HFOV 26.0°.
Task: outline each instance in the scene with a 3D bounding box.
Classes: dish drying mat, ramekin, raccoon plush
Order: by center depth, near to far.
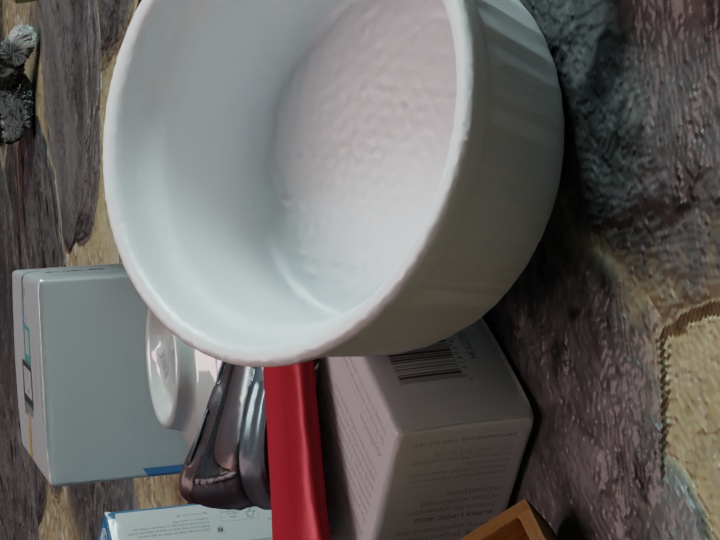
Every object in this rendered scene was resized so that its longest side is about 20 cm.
[{"bbox_3d":[-0.009,-0.056,0.670,0.199,0.097,0.202,-7,79,38],"label":"ramekin"},{"bbox_3d":[-0.035,0.045,0.778,0.077,0.018,0.202,123,145,-66],"label":"dish drying mat"},{"bbox_3d":[-0.459,-0.256,2.050,0.200,0.096,0.134,-47,28,24],"label":"raccoon plush"}]

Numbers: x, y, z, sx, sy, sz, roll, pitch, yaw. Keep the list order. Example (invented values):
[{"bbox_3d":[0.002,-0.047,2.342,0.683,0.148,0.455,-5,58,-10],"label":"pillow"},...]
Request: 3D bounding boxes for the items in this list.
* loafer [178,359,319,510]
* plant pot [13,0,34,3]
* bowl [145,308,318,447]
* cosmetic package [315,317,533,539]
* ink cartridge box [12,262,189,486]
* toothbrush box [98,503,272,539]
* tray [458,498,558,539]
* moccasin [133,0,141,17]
[{"bbox_3d":[-0.058,0.043,0.872,0.072,0.062,0.201,59,-149,-43],"label":"loafer"},{"bbox_3d":[-0.198,-0.327,1.007,0.200,0.195,0.195,41,138,24],"label":"plant pot"},{"bbox_3d":[-0.084,0.053,1.002,0.200,0.093,0.203,178,90,-70],"label":"bowl"},{"bbox_3d":[0.017,0.116,0.769,0.102,0.073,0.201,-115,28,-46],"label":"cosmetic package"},{"bbox_3d":[-0.179,0.070,1.179,0.200,0.145,0.147,-173,80,-72],"label":"ink cartridge box"},{"bbox_3d":[-0.099,0.230,0.993,0.201,0.145,0.086,114,147,-50],"label":"toothbrush box"},{"bbox_3d":[0.011,0.192,0.653,0.037,0.199,0.099,49,-169,-44],"label":"tray"},{"bbox_3d":[-0.098,-0.171,0.985,0.202,0.073,0.078,118,177,-50],"label":"moccasin"}]
